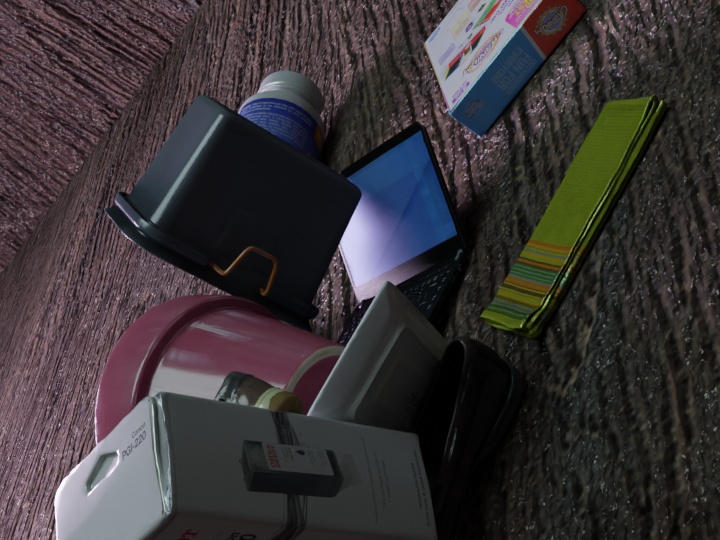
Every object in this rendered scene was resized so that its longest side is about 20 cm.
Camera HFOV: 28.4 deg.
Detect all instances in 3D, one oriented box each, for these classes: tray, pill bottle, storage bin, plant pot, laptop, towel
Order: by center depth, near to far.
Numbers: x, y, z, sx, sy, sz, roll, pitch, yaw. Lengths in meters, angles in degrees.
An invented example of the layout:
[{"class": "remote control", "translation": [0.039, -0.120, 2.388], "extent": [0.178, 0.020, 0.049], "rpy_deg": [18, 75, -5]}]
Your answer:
[{"class": "tray", "translation": [0.029, 0.087, 0.988], "extent": [0.022, 0.200, 0.108], "rpy_deg": [27, 81, 26]}, {"class": "towel", "translation": [0.156, -0.043, 1.064], "extent": [0.201, 0.018, 0.086], "rpy_deg": [-60, 21, -7]}, {"class": "plant pot", "translation": [-0.083, 0.120, 1.143], "extent": [0.178, 0.200, 0.201], "rpy_deg": [0, 57, 44]}, {"class": "laptop", "translation": [0.000, 0.000, 1.237], "extent": [0.177, 0.103, 0.201], "rpy_deg": [-29, 25, 54]}, {"class": "storage bin", "translation": [-0.098, -0.053, 1.246], "extent": [0.135, 0.199, 0.145], "rpy_deg": [-60, 29, 5]}, {"class": "pill bottle", "translation": [-0.104, -0.141, 1.689], "extent": [0.112, 0.112, 0.201], "rpy_deg": [-37, 28, 44]}]

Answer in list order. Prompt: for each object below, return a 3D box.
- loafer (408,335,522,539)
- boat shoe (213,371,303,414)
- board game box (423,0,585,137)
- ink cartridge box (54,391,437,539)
[{"class": "loafer", "translation": [0.041, 0.138, 0.975], "extent": [0.072, 0.063, 0.201], "rpy_deg": [12, 68, 47]}, {"class": "boat shoe", "translation": [-0.108, 0.168, 1.025], "extent": [0.064, 0.073, 0.201], "rpy_deg": [29, 92, 27]}, {"class": "board game box", "translation": [0.133, -0.233, 1.370], "extent": [0.153, 0.040, 0.201], "rpy_deg": [-50, 21, 19]}, {"class": "ink cartridge box", "translation": [-0.073, 0.156, 0.900], "extent": [0.146, 0.198, 0.085], "rpy_deg": [-44, 44, 39]}]
